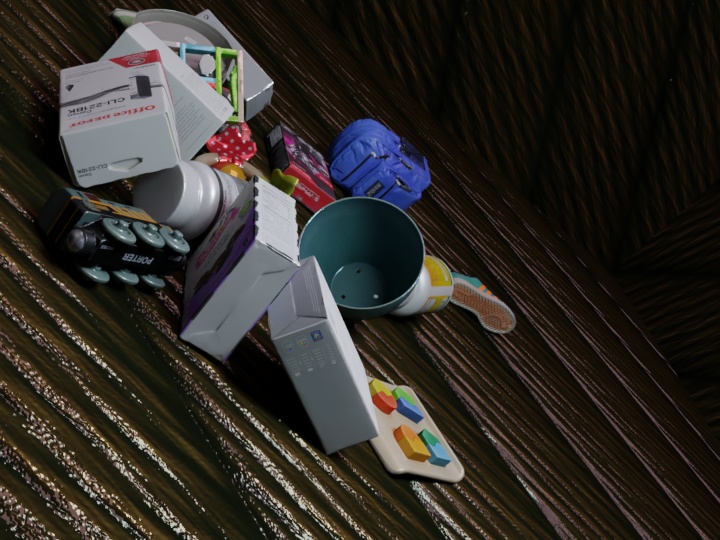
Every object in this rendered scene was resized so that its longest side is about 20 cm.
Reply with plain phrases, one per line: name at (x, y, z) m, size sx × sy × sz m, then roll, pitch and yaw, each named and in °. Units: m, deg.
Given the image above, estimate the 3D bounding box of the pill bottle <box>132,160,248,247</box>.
pill bottle at (-0.218, -0.088, 1.566) m, size 0.200 × 0.114 × 0.114 m, roll 18°, pitch 32°, yaw -56°

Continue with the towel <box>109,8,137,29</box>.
towel at (-0.357, -0.412, 2.051) m, size 0.152 × 0.023 × 0.200 m, roll -1°, pitch 43°, yaw -52°

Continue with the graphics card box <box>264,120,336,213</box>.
graphics card box at (-0.117, -0.197, 2.154) m, size 0.125 × 0.051 × 0.200 m, roll 36°, pitch 19°, yaw -28°

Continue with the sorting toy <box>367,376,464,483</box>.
sorting toy at (0.063, 0.226, 1.645) m, size 0.200 × 0.036 × 0.185 m, roll 20°, pitch 31°, yaw -55°

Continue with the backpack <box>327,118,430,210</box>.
backpack at (0.035, -0.215, 2.360) m, size 0.200 × 0.162 × 0.168 m, roll 39°, pitch 22°, yaw -25°

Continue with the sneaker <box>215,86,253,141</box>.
sneaker at (-0.257, -0.279, 1.973) m, size 0.098 × 0.071 × 0.201 m, roll 31°, pitch 23°, yaw -41°

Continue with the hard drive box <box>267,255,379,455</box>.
hard drive box at (-0.051, 0.109, 1.441) m, size 0.156 × 0.077 × 0.200 m, roll -105°, pitch 173°, yaw -59°

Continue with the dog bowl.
dog bowl at (-0.320, -0.368, 1.928) m, size 0.200 × 0.059 × 0.200 m, roll 16°, pitch 43°, yaw -15°

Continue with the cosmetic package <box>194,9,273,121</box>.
cosmetic package at (-0.261, -0.398, 2.169) m, size 0.200 × 0.074 × 0.102 m, roll 49°, pitch -16°, yaw 8°

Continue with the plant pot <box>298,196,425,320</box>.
plant pot at (0.000, 0.000, 1.802) m, size 0.200 × 0.200 × 0.135 m, roll 53°, pitch -17°, yaw 21°

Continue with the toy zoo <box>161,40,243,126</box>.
toy zoo at (-0.291, -0.311, 1.832) m, size 0.200 × 0.020 × 0.131 m, roll 2°, pitch 76°, yaw -21°

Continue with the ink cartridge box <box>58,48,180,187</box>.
ink cartridge box at (-0.327, -0.209, 1.507) m, size 0.200 × 0.144 × 0.084 m, roll -110°, pitch -172°, yaw -52°

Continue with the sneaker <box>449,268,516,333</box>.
sneaker at (0.258, 0.060, 2.411) m, size 0.200 × 0.071 × 0.080 m, roll 36°, pitch 24°, yaw -25°

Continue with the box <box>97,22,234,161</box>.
box at (-0.314, -0.264, 1.721) m, size 0.200 × 0.124 × 0.098 m, roll 43°, pitch 17°, yaw -11°

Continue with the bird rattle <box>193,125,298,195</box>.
bird rattle at (-0.201, -0.156, 1.795) m, size 0.200 × 0.113 × 0.163 m, roll 49°, pitch 34°, yaw 20°

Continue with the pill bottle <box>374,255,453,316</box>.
pill bottle at (0.087, 0.027, 2.021) m, size 0.113 × 0.113 × 0.200 m, roll 51°, pitch 18°, yaw 15°

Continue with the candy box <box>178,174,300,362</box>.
candy box at (-0.155, -0.007, 1.432) m, size 0.071 × 0.168 × 0.200 m, roll 33°, pitch 20°, yaw -20°

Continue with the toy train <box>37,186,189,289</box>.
toy train at (-0.294, -0.041, 1.349) m, size 0.114 × 0.085 × 0.200 m, roll 43°, pitch 14°, yaw 24°
